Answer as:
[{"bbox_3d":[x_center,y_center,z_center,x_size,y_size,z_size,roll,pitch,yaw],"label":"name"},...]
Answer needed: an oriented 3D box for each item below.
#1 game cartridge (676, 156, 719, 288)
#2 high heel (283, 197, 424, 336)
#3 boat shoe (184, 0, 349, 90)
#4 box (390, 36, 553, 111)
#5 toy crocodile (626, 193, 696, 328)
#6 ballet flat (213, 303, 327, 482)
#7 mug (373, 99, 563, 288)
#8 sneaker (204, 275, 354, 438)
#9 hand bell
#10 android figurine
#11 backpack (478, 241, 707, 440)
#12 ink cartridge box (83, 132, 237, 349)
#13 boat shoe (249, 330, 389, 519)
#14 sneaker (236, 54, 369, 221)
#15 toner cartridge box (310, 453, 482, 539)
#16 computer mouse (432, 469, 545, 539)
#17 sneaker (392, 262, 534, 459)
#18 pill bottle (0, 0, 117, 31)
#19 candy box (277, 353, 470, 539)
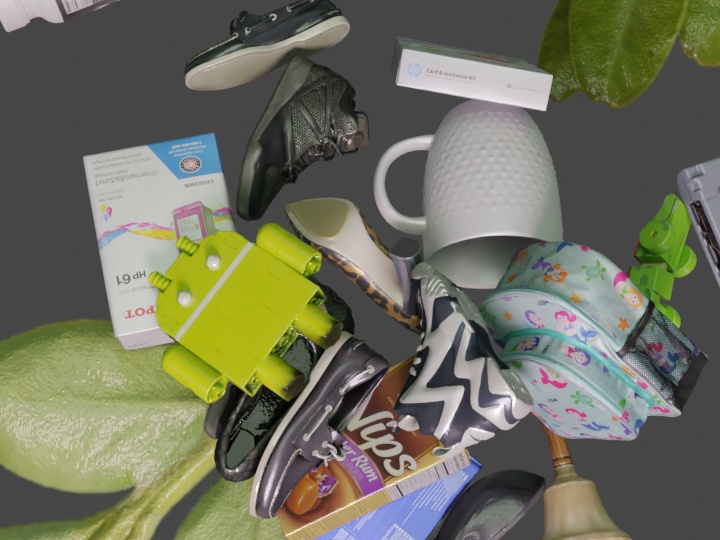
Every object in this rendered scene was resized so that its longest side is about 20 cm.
[{"bbox_3d":[0.446,-0.037,1.255,0.133,0.041,0.201,-18,82,-21],"label":"game cartridge"},{"bbox_3d":[0.000,0.000,1.222,0.200,0.143,0.071,25,59,36],"label":"high heel"},{"bbox_3d":[-0.113,-0.263,1.254,0.199,0.075,0.066,-24,78,-10],"label":"boat shoe"},{"bbox_3d":[0.112,-0.214,1.202,0.155,0.200,0.041,10,106,-2],"label":"box"},{"bbox_3d":[0.323,0.009,1.242,0.067,0.062,0.201,33,70,-38],"label":"toy crocodile"},{"bbox_3d":[-0.081,0.115,1.090,0.066,0.057,0.201,25,79,-4],"label":"ballet flat"},{"bbox_3d":[0.113,-0.089,1.198,0.199,0.148,0.176,1,67,-4],"label":"mug"},{"bbox_3d":[-0.073,0.108,1.164,0.114,0.076,0.200,34,71,10],"label":"sneaker"},{"bbox_3d":[0.214,0.197,1.185,0.104,0.104,0.201,-5,65,-6],"label":"hand bell"},{"bbox_3d":[-0.119,0.037,1.088,0.200,0.041,0.182,34,79,23],"label":"android figurine"},{"bbox_3d":[0.214,0.069,1.107,0.200,0.177,0.151,48,66,-15],"label":"backpack"},{"bbox_3d":[-0.202,-0.029,1.187,0.144,0.085,0.201,-12,80,-8],"label":"ink cartridge box"},{"bbox_3d":[-0.039,0.157,1.083,0.063,0.073,0.200,26,78,16],"label":"boat shoe"},{"bbox_3d":[-0.060,-0.134,1.228,0.114,0.076,0.200,23,71,7],"label":"sneaker"},{"bbox_3d":[0.029,0.253,1.165,0.095,0.043,0.200,39,77,4],"label":"toner cartridge box"},{"bbox_3d":[0.101,0.263,1.120,0.200,0.139,0.053,-42,83,-12],"label":"computer mouse"},{"bbox_3d":[0.067,0.094,1.077,0.130,0.079,0.199,-40,57,14],"label":"sneaker"},{"bbox_3d":[-0.316,-0.344,1.233,0.199,0.116,0.117,-24,80,-9],"label":"pill bottle"},{"bbox_3d":[-0.002,0.182,1.135,0.199,0.057,0.117,-25,62,-2],"label":"candy box"}]
